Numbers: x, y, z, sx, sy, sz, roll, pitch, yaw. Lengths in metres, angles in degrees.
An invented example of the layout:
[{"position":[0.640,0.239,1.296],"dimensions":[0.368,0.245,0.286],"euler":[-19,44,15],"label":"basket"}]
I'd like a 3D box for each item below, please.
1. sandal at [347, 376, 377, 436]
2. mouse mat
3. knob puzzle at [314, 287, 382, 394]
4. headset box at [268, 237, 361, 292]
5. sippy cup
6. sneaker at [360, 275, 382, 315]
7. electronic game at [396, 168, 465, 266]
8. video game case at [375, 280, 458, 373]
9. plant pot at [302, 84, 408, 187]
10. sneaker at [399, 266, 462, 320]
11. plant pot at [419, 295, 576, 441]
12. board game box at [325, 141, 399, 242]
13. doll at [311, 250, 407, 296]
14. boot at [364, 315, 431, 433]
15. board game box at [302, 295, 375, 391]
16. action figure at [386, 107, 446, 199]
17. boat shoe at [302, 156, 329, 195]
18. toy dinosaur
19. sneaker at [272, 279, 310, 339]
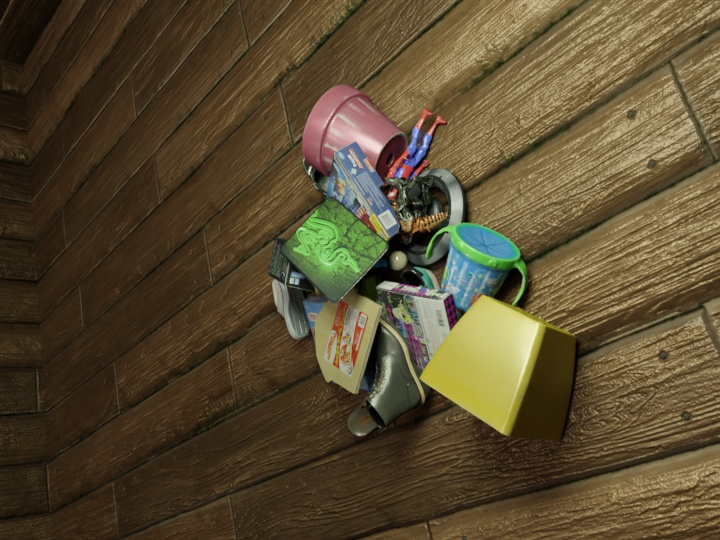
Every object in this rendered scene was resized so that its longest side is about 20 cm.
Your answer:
[{"position":[0.029,0.289,1.465],"dimensions":[0.082,0.055,0.201],"euler":[43,120,5],"label":"sandal"},{"position":[-0.055,-0.045,1.367],"dimensions":[0.161,0.008,0.199],"euler":[-46,55,-5],"label":"mouse mat"},{"position":[-0.032,0.132,1.414],"dimensions":[0.217,0.030,0.226],"euler":[-18,67,49],"label":"knob puzzle"},{"position":[-0.103,-0.008,1.535],"dimensions":[0.199,0.170,0.095],"euler":[-161,83,-69],"label":"headset box"},{"position":[0.213,0.002,1.291],"dimensions":[0.178,0.137,0.133],"euler":[52,130,46],"label":"sippy cup"},{"position":[0.025,0.107,1.512],"dimensions":[0.105,0.074,0.204],"euler":[-46,48,47],"label":"sneaker"},{"position":[0.143,-0.111,1.430],"dimensions":[0.198,0.041,0.206],"euler":[-17,68,49],"label":"electronic game"},{"position":[0.123,0.127,1.354],"dimensions":[0.179,0.036,0.204],"euler":[8,122,47],"label":"video game case"},{"position":[0.000,-0.278,1.507],"dimensions":[0.177,0.198,0.204],"euler":[32,107,26],"label":"plant pot"},{"position":[0.139,0.077,1.382],"dimensions":[0.072,0.079,0.202],"euler":[-49,54,28],"label":"sneaker"},{"position":[0.256,0.158,1.184],"dimensions":[0.198,0.198,0.180],"euler":[28,97,43],"label":"plant pot"},{"position":[-0.005,-0.127,1.433],"dimensions":[0.202,0.061,0.200],"euler":[57,156,6],"label":"board game box"},{"position":[0.000,0.000,1.398],"dimensions":[0.195,0.136,0.050],"euler":[-17,85,-2],"label":"doll"},{"position":[0.040,0.200,1.361],"dimensions":[0.202,0.137,0.077],"euler":[55,147,6],"label":"boot"},{"position":[-0.045,0.159,1.527],"dimensions":[0.149,0.036,0.205],"euler":[3,115,47],"label":"board game box"},{"position":[0.110,-0.238,1.463],"dimensions":[0.203,0.064,0.052],"euler":[-60,36,19],"label":"action figure"},{"position":[-0.090,-0.236,1.670],"dimensions":[0.199,0.059,0.077],"euler":[38,111,41],"label":"boat shoe"},{"position":[0.107,-0.120,1.395],"dimensions":[0.196,0.101,0.140],"euler":[6,100,35],"label":"toy dinosaur"},{"position":[-0.173,0.090,1.715],"dimensions":[0.071,0.072,0.204],"euler":[-48,45,41],"label":"sneaker"}]
